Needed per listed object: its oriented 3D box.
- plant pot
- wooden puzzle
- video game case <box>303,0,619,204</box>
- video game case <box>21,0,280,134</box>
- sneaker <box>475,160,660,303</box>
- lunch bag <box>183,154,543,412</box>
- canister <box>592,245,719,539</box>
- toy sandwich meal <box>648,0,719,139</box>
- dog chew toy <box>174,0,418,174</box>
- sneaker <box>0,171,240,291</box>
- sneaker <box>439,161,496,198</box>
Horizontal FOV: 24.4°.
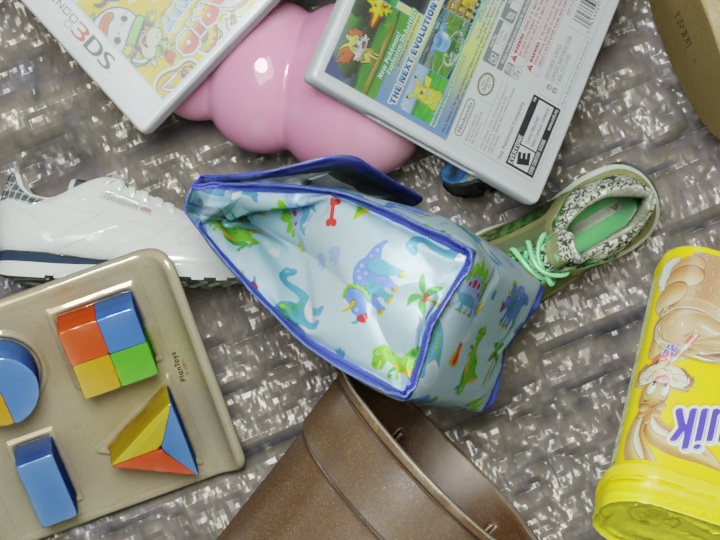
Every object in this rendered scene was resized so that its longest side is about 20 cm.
[{"bbox_3d":[-0.007,0.201,1.114,0.200,0.200,0.198,43,95,1],"label":"plant pot"},{"bbox_3d":[-0.196,0.098,1.141,0.198,0.046,0.186,-17,118,0],"label":"wooden puzzle"},{"bbox_3d":[0.078,-0.173,1.106,0.181,0.022,0.201,27,79,-20],"label":"video game case"},{"bbox_3d":[-0.134,-0.225,1.107,0.200,0.023,0.182,-44,83,8],"label":"video game case"},{"bbox_3d":[0.127,-0.012,1.165,0.199,0.089,0.077,-36,89,-1],"label":"sneaker"},{"bbox_3d":[0.000,0.000,1.093,0.199,0.170,0.128,25,91,24],"label":"lunch bag"},{"bbox_3d":[0.249,0.096,1.130,0.147,0.087,0.201,17,62,2],"label":"canister"},{"bbox_3d":[0.248,-0.179,1.128,0.070,0.205,0.207,-21,89,1],"label":"toy sandwich meal"},{"bbox_3d":[-0.052,-0.133,1.154,0.198,0.125,0.126,11,88,7],"label":"dog chew toy"},{"bbox_3d":[-0.159,-0.027,1.173,0.198,0.076,0.081,4,79,-2],"label":"sneaker"},{"bbox_3d":[0.099,-0.145,1.185,0.089,0.078,0.201,23,79,9],"label":"sneaker"}]
